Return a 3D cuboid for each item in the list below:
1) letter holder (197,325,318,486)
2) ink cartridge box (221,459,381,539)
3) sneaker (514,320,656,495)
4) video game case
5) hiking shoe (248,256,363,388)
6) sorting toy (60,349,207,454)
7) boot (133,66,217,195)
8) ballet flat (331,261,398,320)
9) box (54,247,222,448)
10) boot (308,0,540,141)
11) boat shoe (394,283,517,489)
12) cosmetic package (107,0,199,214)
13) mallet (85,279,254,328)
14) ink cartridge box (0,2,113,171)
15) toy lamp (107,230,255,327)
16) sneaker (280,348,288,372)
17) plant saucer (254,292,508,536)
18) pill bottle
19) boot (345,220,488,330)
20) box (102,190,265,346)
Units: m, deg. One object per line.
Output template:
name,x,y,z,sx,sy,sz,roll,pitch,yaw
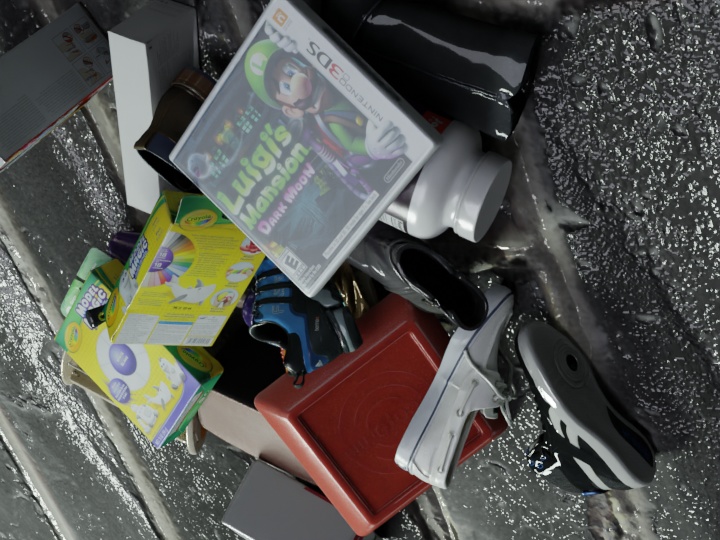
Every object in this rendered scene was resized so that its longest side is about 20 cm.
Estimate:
letter holder,-0.076,0.178,1.409,0.198,0.101,0.143,22,136,19
ink cartridge box,-0.062,0.306,1.449,0.144,0.084,0.200,25,165,17
sneaker,0.187,0.147,1.214,0.111,0.073,0.201,-28,107,44
video game case,-0.052,-0.103,1.058,0.182,0.023,0.200,44,125,5
hiking shoe,-0.082,0.023,1.225,0.200,0.086,0.075,45,163,42
sorting toy,-0.247,0.084,1.434,0.198,0.107,0.181,24,140,21
boot,-0.135,-0.091,1.214,0.074,0.097,0.200,-2,135,53
ballet flat,0.000,0.000,1.244,0.072,0.068,0.202,-15,116,19
box,-0.251,0.081,1.354,0.200,0.048,0.118,44,125,12
boot,0.054,-0.210,1.025,0.198,0.066,0.166,28,144,19
boat shoe,0.113,0.118,1.186,0.086,0.074,0.204,29,95,20
cosmetic package,-0.200,-0.159,1.236,0.050,0.083,0.202,20,133,20
mallet,-0.189,0.019,1.294,0.041,0.199,0.066,19,136,54
ink cartridge box,-0.360,-0.158,1.264,0.175,0.200,0.084,-27,108,45
toy lamp,-0.191,0.007,1.384,0.198,0.058,0.059,24,135,18
sneaker,-0.043,0.091,1.305,0.073,0.076,0.203,150,114,-76
plant saucer,0.028,0.149,1.252,0.201,0.199,0.037,54,180,-21
pill bottle,0.029,-0.101,1.098,0.198,0.113,0.113,25,135,16
boot,0.027,-0.022,1.142,0.199,0.070,0.132,30,179,-11
box,-0.161,-0.007,1.198,0.201,0.116,0.049,-54,46,38
